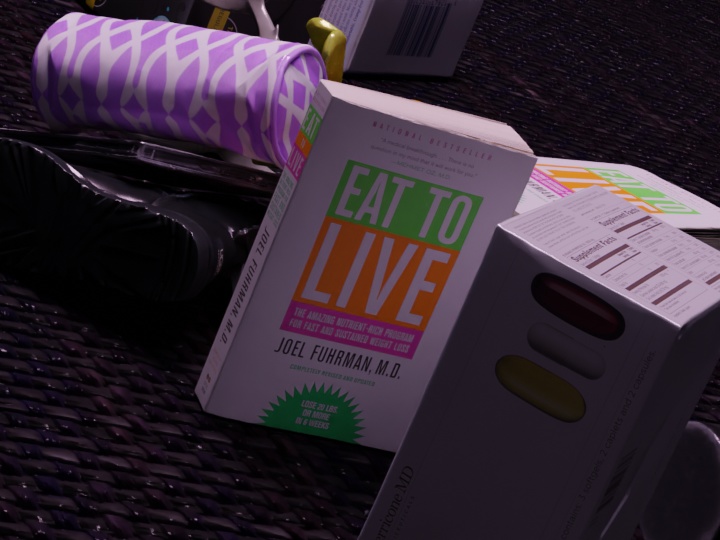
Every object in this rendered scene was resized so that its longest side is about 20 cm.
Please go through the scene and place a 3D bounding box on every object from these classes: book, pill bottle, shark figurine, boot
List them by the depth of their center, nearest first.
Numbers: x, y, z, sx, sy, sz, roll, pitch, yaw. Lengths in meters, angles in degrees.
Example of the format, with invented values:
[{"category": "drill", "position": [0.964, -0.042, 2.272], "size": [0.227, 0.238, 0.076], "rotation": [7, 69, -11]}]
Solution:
[{"category": "book", "position": [0.000, 0.000, 1.292], "size": [0.133, 0.201, 0.048], "rotation": [12, 22, -26]}, {"category": "pill bottle", "position": [0.268, 0.146, 1.348], "size": [0.198, 0.113, 0.112], "rotation": [12, 22, -29]}, {"category": "boot", "position": [-0.141, -0.030, 1.407], "size": [0.197, 0.074, 0.162], "rotation": [19, 10, 18]}, {"category": "book", "position": [0.142, -0.036, 1.486], "size": [0.199, 0.048, 0.133], "rotation": [2, 24, -39]}, {"category": "shark figurine", "position": [-0.082, -0.156, 1.689], "size": [0.127, 0.090, 0.215], "rotation": [30, 48, -5]}]

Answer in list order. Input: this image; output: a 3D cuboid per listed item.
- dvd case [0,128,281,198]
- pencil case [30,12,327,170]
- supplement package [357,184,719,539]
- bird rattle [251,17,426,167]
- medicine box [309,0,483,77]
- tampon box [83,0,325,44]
[{"category": "dvd case", "position": [-0.133, -0.068, 1.475], "size": [0.148, 0.016, 0.199], "rotation": [12, -1, -36]}, {"category": "pencil case", "position": [-0.115, -0.111, 1.432], "size": [0.198, 0.086, 0.084], "rotation": [11, 36, 29]}, {"category": "supplement package", "position": [0.106, 0.075, 1.215], "size": [0.110, 0.201, 0.156], "rotation": [29, 20, 18]}, {"category": "bird rattle", "position": [0.027, -0.083, 1.620], "size": [0.199, 0.113, 0.163], "rotation": [31, -3, -25]}, {"category": "medicine box", "position": [-0.015, -0.271, 2.127], "size": [0.199, 0.104, 0.181], "rotation": [34, 22, 30]}, {"category": "tampon box", "position": [-0.132, -0.253, 1.877], "size": [0.125, 0.151, 0.200], "rotation": [8, 24, -37]}]
